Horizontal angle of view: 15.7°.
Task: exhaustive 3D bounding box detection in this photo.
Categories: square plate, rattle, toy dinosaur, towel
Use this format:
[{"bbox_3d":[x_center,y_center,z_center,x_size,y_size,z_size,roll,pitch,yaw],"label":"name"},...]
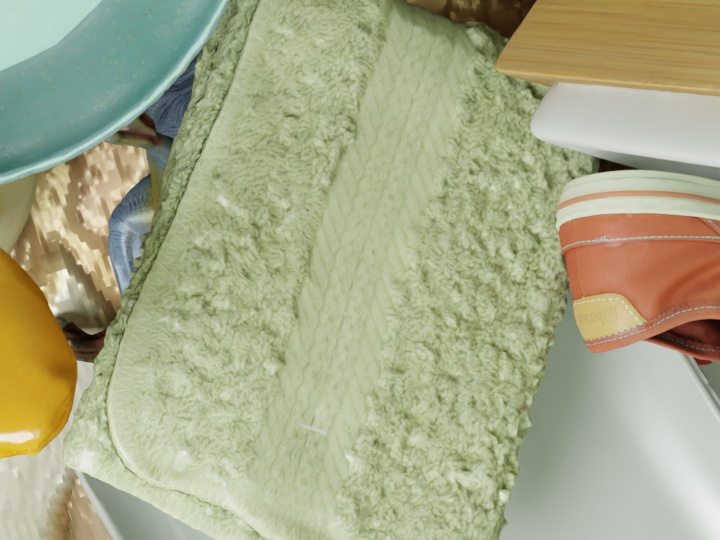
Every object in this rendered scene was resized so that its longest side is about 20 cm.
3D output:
[{"bbox_3d":[0.034,0.093,0.868,0.200,0.028,0.198,-30,73,-4],"label":"square plate"},{"bbox_3d":[-0.134,0.037,0.845,0.143,0.130,0.200,32,142,13],"label":"rattle"},{"bbox_3d":[-0.061,-0.049,0.921,0.200,0.105,0.182,10,103,-47],"label":"toy dinosaur"},{"bbox_3d":[0.000,0.000,0.841,0.148,0.036,0.201,22,70,-13],"label":"towel"}]

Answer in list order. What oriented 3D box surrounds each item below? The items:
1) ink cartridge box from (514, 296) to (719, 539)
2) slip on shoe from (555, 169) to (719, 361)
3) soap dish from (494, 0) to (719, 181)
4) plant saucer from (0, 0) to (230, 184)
[{"bbox_3d":[0.119,0.115,0.926,0.146,0.086,0.201,1,74,-8],"label":"ink cartridge box"},{"bbox_3d":[0.151,0.014,0.865,0.199,0.074,0.061,11,76,-28],"label":"slip on shoe"},{"bbox_3d":[0.166,-0.059,0.811,0.157,0.200,0.082,11,89,-41],"label":"soap dish"},{"bbox_3d":[-0.127,-0.123,0.749,0.199,0.036,0.201,-4,107,-15],"label":"plant saucer"}]
